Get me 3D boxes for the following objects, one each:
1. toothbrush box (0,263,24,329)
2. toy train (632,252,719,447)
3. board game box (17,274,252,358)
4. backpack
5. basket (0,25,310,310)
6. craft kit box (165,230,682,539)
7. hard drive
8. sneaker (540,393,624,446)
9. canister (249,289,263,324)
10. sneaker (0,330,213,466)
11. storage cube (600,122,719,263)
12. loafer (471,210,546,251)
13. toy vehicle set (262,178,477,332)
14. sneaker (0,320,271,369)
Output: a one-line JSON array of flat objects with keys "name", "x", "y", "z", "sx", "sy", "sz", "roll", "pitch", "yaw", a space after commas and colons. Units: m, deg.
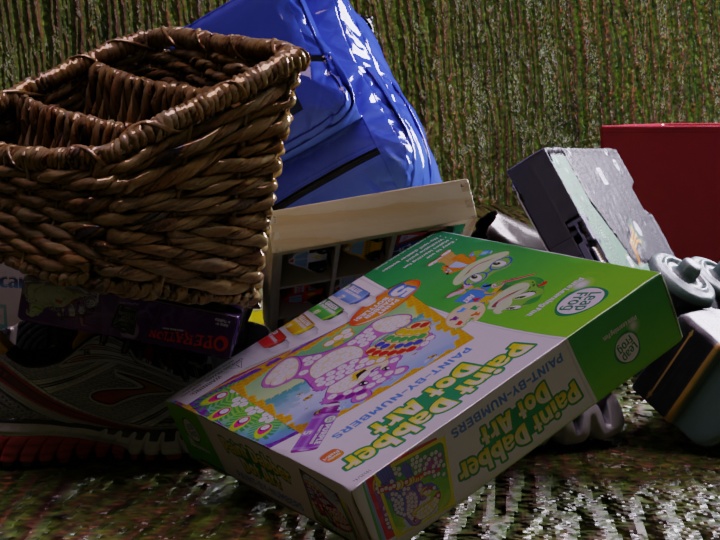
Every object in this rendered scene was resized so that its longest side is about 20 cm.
[{"name": "toothbrush box", "x": -0.248, "y": 0.011, "z": 1.415, "sx": 0.145, "sy": 0.086, "sz": 0.200, "roll": 3, "pitch": 6, "yaw": 26}, {"name": "toy train", "x": 0.230, "y": 0.050, "z": 0.964, "sx": 0.199, "sy": 0.085, "sz": 0.114, "roll": 0, "pitch": 39, "yaw": -51}, {"name": "board game box", "x": -0.124, "y": 0.013, "z": 0.930, "sx": 0.119, "sy": 0.033, "sz": 0.200, "roll": 15, "pitch": 7, "yaw": -1}, {"name": "backpack", "x": -0.046, "y": -0.087, "z": 1.075, "sx": 0.162, "sy": 0.201, "sz": 0.168, "roll": -30, "pitch": -17, "yaw": 13}, {"name": "basket", "x": -0.143, "y": -0.073, "z": 0.880, "sx": 0.142, "sy": 0.150, "sz": 0.200, "roll": 7, "pitch": 9, "yaw": -33}, {"name": "craft kit box", "x": 0.027, "y": 0.053, "z": 0.802, "sx": 0.199, "sy": 0.049, "sz": 0.197, "roll": -32, "pitch": 26, "yaw": -25}, {"name": "hard drive", "x": 0.178, "y": -0.021, "z": 1.122, "sx": 0.038, "sy": 0.140, "sz": 0.200, "roll": -31, "pitch": -8, "yaw": 21}, {"name": "sneaker", "x": 0.066, "y": 0.061, "z": 0.899, "sx": 0.199, "sy": 0.089, "sz": 0.080, "roll": -8, "pitch": 12, "yaw": -33}, {"name": "canister", "x": -0.103, "y": 0.019, "z": 1.334, "sx": 0.148, "sy": 0.087, "sz": 0.199, "roll": 3, "pitch": 6, "yaw": 36}, {"name": "sneaker", "x": -0.134, "y": 0.066, "z": 0.905, "sx": 0.198, "sy": 0.083, "sz": 0.078, "roll": -1, "pitch": 6, "yaw": -11}, {"name": "storage cube", "x": 0.352, "y": -0.059, "z": 1.571, "sx": 0.199, "sy": 0.181, "sz": 0.171, "roll": 2, "pitch": 7, "yaw": 32}, {"name": "loafer", "x": 0.115, "y": -0.011, "z": 1.214, "sx": 0.198, "sy": 0.072, "sz": 0.073, "roll": -3, "pitch": 8, "yaw": -10}, {"name": "toy vehicle set", "x": 0.000, "y": 0.000, "z": 1.002, "sx": 0.123, "sy": 0.027, "sz": 0.200, "roll": -10, "pitch": -18, "yaw": -7}, {"name": "sneaker", "x": -0.142, "y": 0.073, "z": 0.992, "sx": 0.198, "sy": 0.078, "sz": 0.080, "roll": 3, "pitch": -14, "yaw": -10}]
